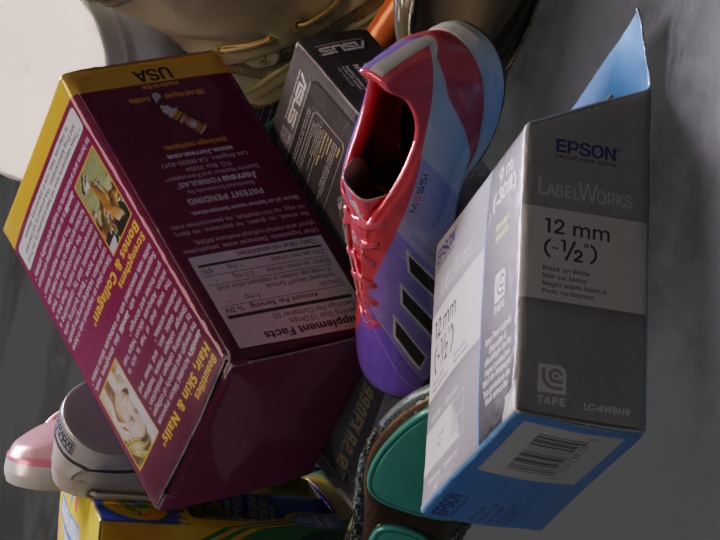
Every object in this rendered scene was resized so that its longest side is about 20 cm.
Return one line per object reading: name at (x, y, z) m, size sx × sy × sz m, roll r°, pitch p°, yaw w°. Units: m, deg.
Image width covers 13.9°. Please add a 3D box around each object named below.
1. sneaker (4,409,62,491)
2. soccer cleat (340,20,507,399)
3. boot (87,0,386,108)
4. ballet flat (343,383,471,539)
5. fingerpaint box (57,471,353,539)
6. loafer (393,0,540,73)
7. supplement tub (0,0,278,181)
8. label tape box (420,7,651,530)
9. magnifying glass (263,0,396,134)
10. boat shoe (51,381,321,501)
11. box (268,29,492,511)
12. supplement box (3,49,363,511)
sneaker at (-0.118, 0.059, 1.697) m, size 0.075 × 0.199 × 0.105 m, roll 12°, pitch 113°, yaw 59°
soccer cleat at (0.016, -0.023, 1.416) m, size 0.068 × 0.073 × 0.201 m, roll 36°, pitch 128°, yaw 35°
boot at (-0.052, -0.185, 1.605) m, size 0.200 × 0.155 × 0.073 m, roll -36°, pitch 40°, yaw 33°
ballet flat at (0.030, 0.104, 1.472) m, size 0.200 × 0.074 × 0.075 m, roll 114°, pitch 160°, yaw -44°
fingerpaint box at (-0.082, 0.158, 1.693) m, size 0.200 × 0.166 × 0.074 m, roll -146°, pitch 60°, yaw -77°
loafer at (0.065, -0.176, 1.474) m, size 0.070 × 0.075 × 0.201 m, roll -104°, pitch 26°, yaw -71°
supplement tub at (-0.132, -0.119, 1.750) m, size 0.140 × 0.200 × 0.141 m, roll 4°, pitch 97°, yaw 35°
label tape box at (0.078, -0.002, 1.320) m, size 0.143 × 0.066 × 0.201 m, roll 124°, pitch 150°, yaw -64°
magnifying glass at (-0.007, -0.094, 1.599) m, size 0.200 × 0.079 × 0.022 m, roll -54°, pitch 48°, yaw 27°
boat shoe at (-0.074, 0.095, 1.638) m, size 0.066 × 0.199 × 0.072 m, roll 112°, pitch 143°, yaw -48°
box at (0.000, 0.000, 1.556) m, size 0.159 × 0.048 × 0.201 m, roll 50°, pitch 137°, yaw 35°
supplement box at (-0.090, 0.003, 1.553) m, size 0.200 × 0.103 × 0.131 m, roll 59°, pitch 141°, yaw 27°
